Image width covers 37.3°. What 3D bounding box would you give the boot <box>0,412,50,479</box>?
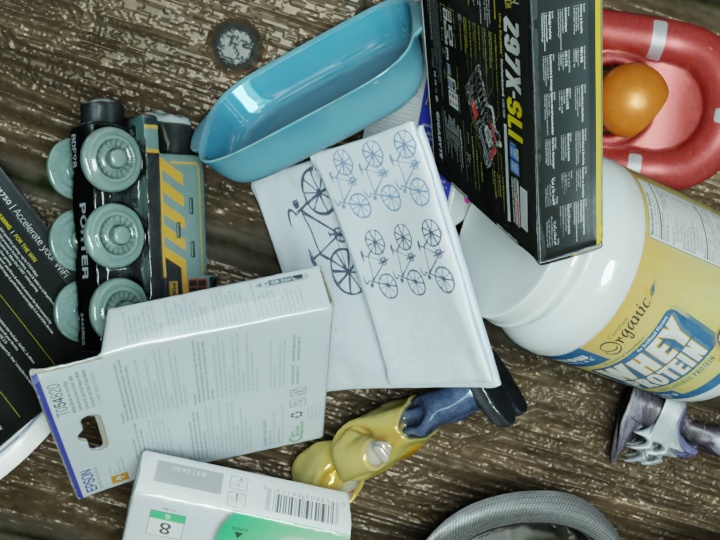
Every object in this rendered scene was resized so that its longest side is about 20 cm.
[{"bbox_3d":[-0.338,0.139,0.821,0.199,0.073,0.091,-32,106,4],"label":"boot"}]

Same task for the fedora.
[{"bbox_3d":[0.114,0.248,0.858,0.198,0.090,0.178,-10,103,-10],"label":"fedora"}]

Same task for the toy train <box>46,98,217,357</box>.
[{"bbox_3d":[-0.163,-0.024,0.784,0.113,0.085,0.202,-2,88,-41],"label":"toy train"}]

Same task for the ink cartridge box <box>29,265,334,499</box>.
[{"bbox_3d":[-0.121,0.084,0.762,0.198,0.200,0.041,-12,57,-13],"label":"ink cartridge box"}]

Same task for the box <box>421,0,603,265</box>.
[{"bbox_3d":[0.087,-0.128,0.642,0.049,0.160,0.201,-16,119,-15],"label":"box"}]

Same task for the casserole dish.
[{"bbox_3d":[-0.031,-0.125,0.761,0.199,0.122,0.039,-25,123,19],"label":"casserole dish"}]

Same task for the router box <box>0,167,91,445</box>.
[{"bbox_3d":[-0.288,0.018,0.778,0.149,0.051,0.201,-42,102,-31],"label":"router box"}]

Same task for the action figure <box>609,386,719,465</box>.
[{"bbox_3d":[0.301,0.140,0.837,0.198,0.130,0.070,10,87,11],"label":"action figure"}]

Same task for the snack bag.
[{"bbox_3d":[0.000,0.000,0.773,0.021,0.199,0.190,-25,102,-40],"label":"snack bag"}]

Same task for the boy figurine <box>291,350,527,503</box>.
[{"bbox_3d":[0.025,0.133,0.819,0.199,0.124,0.065,-34,83,20],"label":"boy figurine"}]

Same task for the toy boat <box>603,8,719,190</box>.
[{"bbox_3d":[0.187,-0.123,0.773,0.198,0.131,0.132,7,100,-4],"label":"toy boat"}]

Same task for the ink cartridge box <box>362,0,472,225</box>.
[{"bbox_3d":[0.048,-0.105,0.791,0.094,0.037,0.202,19,100,38],"label":"ink cartridge box"}]

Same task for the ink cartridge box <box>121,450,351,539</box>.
[{"bbox_3d":[-0.108,0.237,0.822,0.160,0.050,0.201,13,122,-8],"label":"ink cartridge box"}]

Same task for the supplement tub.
[{"bbox_3d":[0.183,0.003,0.765,0.199,0.145,0.146,19,99,-26],"label":"supplement tub"}]
